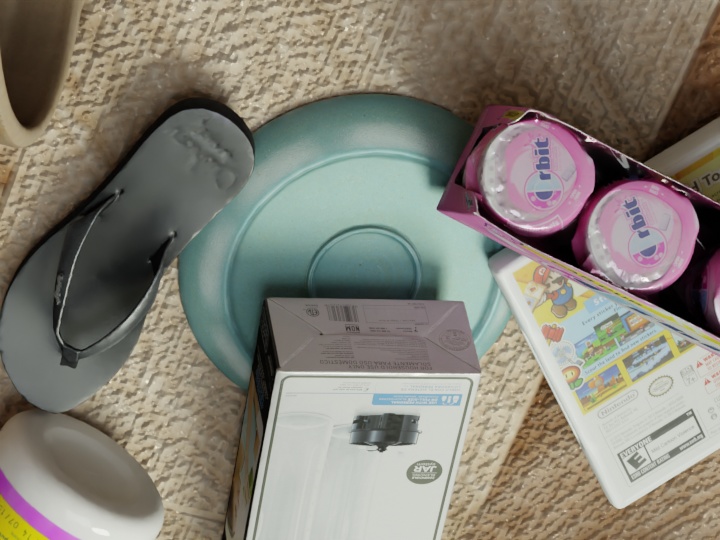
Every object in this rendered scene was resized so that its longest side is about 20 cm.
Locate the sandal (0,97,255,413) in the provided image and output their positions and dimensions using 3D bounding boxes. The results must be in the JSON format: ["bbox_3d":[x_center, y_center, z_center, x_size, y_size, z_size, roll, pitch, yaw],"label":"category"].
[{"bbox_3d":[-0.131,-0.006,1.375,0.076,0.043,0.200,30,111,-14],"label":"sandal"}]

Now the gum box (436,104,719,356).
[{"bbox_3d":[0.139,-0.019,1.351,0.199,0.113,0.066,27,89,-9],"label":"gum box"}]

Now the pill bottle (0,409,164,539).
[{"bbox_3d":[-0.201,0.182,1.433,0.104,0.104,0.200,29,108,-24],"label":"pill bottle"}]

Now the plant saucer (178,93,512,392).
[{"bbox_3d":[0.000,0.000,1.425,0.199,0.027,0.201,-5,119,-9],"label":"plant saucer"}]

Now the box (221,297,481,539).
[{"bbox_3d":[-0.008,0.110,1.437,0.116,0.060,0.201,2,130,-13],"label":"box"}]

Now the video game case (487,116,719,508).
[{"bbox_3d":[0.192,0.015,1.462,0.199,0.023,0.182,-31,120,-4],"label":"video game case"}]

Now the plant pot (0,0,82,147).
[{"bbox_3d":[-0.229,-0.162,1.211,0.174,0.200,0.201,5,118,4],"label":"plant pot"}]
